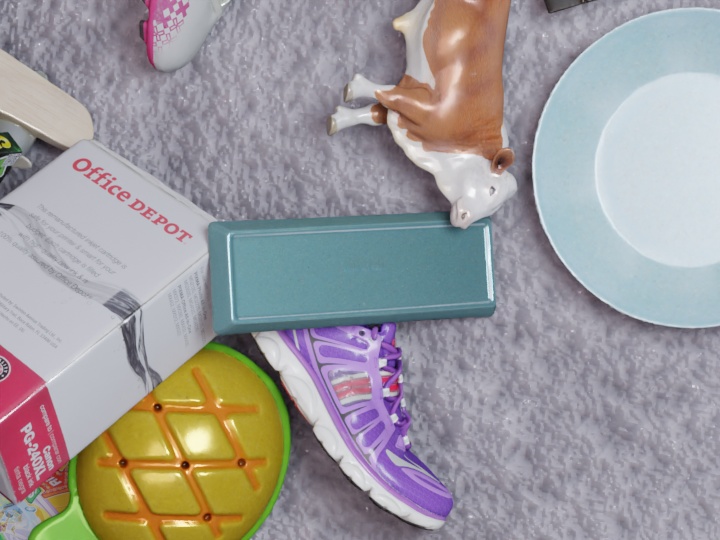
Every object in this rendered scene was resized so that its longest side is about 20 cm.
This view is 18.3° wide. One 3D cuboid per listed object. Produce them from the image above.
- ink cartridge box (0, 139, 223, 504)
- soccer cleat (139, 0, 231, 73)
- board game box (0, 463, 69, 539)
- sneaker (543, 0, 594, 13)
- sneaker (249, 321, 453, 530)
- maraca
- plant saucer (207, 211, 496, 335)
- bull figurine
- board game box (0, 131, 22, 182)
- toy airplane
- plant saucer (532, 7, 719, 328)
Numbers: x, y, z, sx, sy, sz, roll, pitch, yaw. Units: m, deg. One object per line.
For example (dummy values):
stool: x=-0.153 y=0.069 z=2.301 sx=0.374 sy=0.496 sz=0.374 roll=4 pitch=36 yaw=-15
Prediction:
ink cartridge box: x=-0.193 y=0.027 z=1.404 sx=0.145 sy=0.084 sz=0.200 roll=33 pitch=60 yaw=32
soccer cleat: x=-0.081 y=-0.219 z=1.454 sx=0.086 sy=0.070 sz=0.201 roll=18 pitch=94 yaw=11
board game box: x=-0.205 y=0.209 z=1.500 sx=0.134 sy=0.034 sz=0.200 roll=-39 pitch=83 yaw=9
sneaker: x=0.191 y=-0.241 z=1.405 sx=0.199 sy=0.075 sz=0.107 roll=-21 pitch=91 yaw=20
sneaker: x=0.002 y=0.077 z=1.438 sx=0.083 sy=0.081 sz=0.200 roll=-35 pitch=83 yaw=4
maraca: x=-0.128 y=0.140 z=1.441 sx=0.137 sy=0.107 sz=0.200 roll=32 pitch=86 yaw=-4
plant saucer: x=0.000 y=0.000 z=1.407 sx=0.199 sy=0.019 sz=0.070 roll=-3 pitch=90 yaw=-27
bull figurine: x=0.047 y=-0.128 z=1.425 sx=0.121 sy=0.065 sz=0.201 roll=7 pitch=86 yaw=-14
board game box: x=-0.301 y=-0.008 z=1.406 sx=0.023 sy=0.105 sz=0.200 roll=51 pitch=120 yaw=21
toy airplane: x=-0.294 y=-0.141 z=1.461 sx=0.141 sy=0.199 sz=0.200 roll=-45 pitch=71 yaw=41
plant saucer: x=0.210 y=-0.065 z=1.414 sx=0.200 sy=0.039 sz=0.202 roll=0 pitch=91 yaw=11
